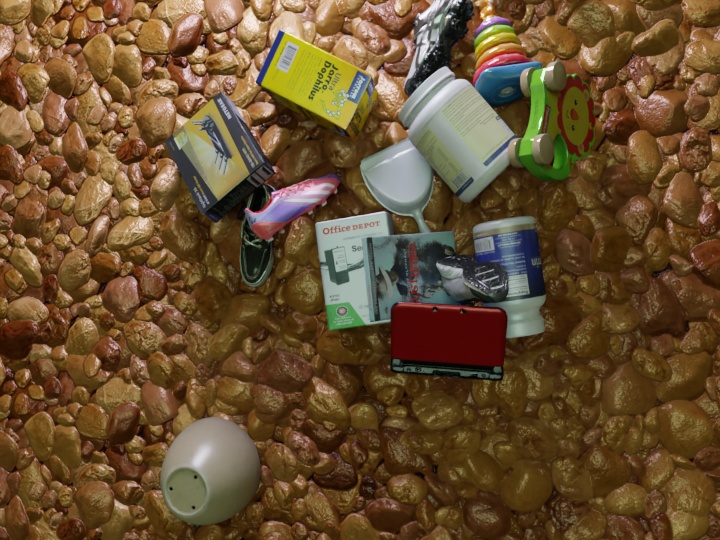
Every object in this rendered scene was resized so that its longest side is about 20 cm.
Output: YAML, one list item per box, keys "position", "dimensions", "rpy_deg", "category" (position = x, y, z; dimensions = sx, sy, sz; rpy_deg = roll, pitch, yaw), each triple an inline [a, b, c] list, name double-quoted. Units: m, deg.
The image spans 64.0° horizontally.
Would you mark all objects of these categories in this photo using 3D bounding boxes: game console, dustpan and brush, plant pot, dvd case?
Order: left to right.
- position: [-0.309, 0.403, 1.117]
  dimensions: [0.194, 0.134, 0.207]
  rpy_deg: [0, 90, 10]
  category: "plant pot"
- position: [0.096, -0.136, 1.093]
  dimensions: [0.137, 0.057, 0.204]
  rpy_deg: [-24, 79, -4]
  category: "dustpan and brush"
- position: [0.096, 0.007, 1.046]
  dimensions: [0.195, 0.022, 0.150]
  rpy_deg: [-5, 89, -29]
  category: "dvd case"
- position: [0.155, 0.129, 1.027]
  dimensions: [0.194, 0.172, 0.122]
  rpy_deg: [3, 82, 10]
  category: "game console"

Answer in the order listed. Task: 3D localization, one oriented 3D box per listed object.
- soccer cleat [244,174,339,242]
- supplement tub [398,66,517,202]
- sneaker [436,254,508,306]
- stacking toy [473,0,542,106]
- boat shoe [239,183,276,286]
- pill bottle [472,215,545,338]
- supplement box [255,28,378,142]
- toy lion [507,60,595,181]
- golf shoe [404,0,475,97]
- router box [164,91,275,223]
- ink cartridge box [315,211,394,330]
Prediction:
- position: [-0.126, -0.135, 1.091]
  dimensions: [0.198, 0.066, 0.077]
  rpy_deg: [-38, 107, -13]
  category: "soccer cleat"
- position: [0.175, -0.240, 1.023]
  dimensions: [0.145, 0.145, 0.201]
  rpy_deg: [-41, 87, 7]
  category: "supplement tub"
- position: [0.194, 0.026, 0.980]
  dimensions: [0.072, 0.200, 0.082]
  rpy_deg: [-13, 103, -12]
  category: "sneaker"
- position: [0.244, -0.415, 1.047]
  dimensions: [0.113, 0.110, 0.206]
  rpy_deg: [-9, 78, -4]
  category: "stacking toy"
- position: [-0.207, -0.070, 1.134]
  dimensions: [0.069, 0.064, 0.206]
  rpy_deg: [7, 91, 9]
  category: "boat shoe"
- position: [0.268, 0.012, 1.028]
  dimensions: [0.112, 0.116, 0.206]
  rpy_deg: [-8, 90, 9]
  category: "pill bottle"
- position: [-0.079, -0.345, 1.088]
  dimensions: [0.197, 0.109, 0.111]
  rpy_deg: [29, 94, 9]
  category: "supplement box"
- position: [0.342, -0.246, 0.987]
  dimensions: [0.068, 0.189, 0.205]
  rpy_deg: [1, 74, 49]
  category: "toy lion"
- position: [0.129, -0.423, 1.081]
  dimensions: [0.094, 0.077, 0.203]
  rpy_deg: [38, 101, 32]
  category: "golf shoe"
- position: [-0.277, -0.222, 1.123]
  dimensions: [0.156, 0.052, 0.202]
  rpy_deg: [-37, 66, 8]
  category: "router box"
- position: [0.000, 0.000, 1.089]
  dimensions: [0.142, 0.083, 0.206]
  rpy_deg: [-9, 89, 9]
  category: "ink cartridge box"
